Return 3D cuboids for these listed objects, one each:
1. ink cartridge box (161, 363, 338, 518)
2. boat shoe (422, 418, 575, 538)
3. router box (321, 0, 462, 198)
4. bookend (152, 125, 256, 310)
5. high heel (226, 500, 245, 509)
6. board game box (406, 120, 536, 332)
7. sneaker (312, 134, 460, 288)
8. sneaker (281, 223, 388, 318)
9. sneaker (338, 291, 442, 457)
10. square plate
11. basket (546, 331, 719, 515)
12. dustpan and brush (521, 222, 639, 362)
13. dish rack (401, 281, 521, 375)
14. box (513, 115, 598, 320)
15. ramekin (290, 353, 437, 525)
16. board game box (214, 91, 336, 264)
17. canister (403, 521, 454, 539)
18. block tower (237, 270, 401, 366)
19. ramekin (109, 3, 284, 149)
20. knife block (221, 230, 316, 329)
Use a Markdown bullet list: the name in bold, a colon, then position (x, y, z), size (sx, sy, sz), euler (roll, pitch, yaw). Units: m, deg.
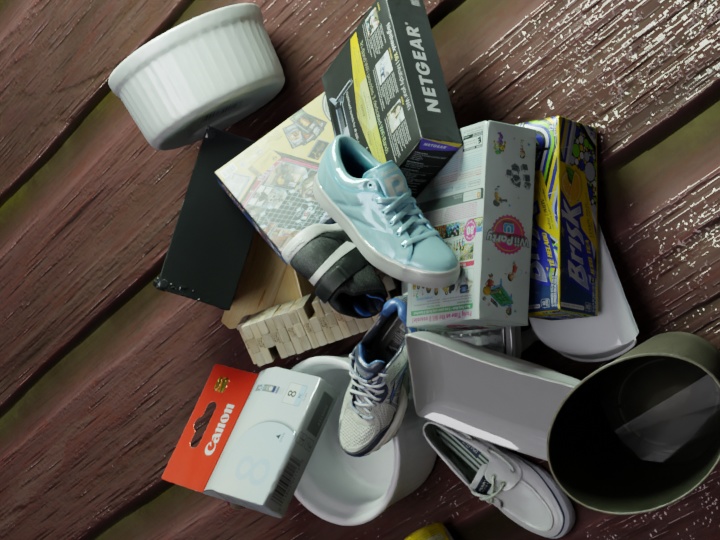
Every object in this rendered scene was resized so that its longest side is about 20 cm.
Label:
- **ink cartridge box**: position (-0.140, 0.186, 1.718), size (0.200, 0.047, 0.160), euler (10, 67, 38)
- **boat shoe**: position (0.147, 0.233, 1.654), size (0.200, 0.067, 0.074), euler (38, 121, 29)
- **router box**: position (0.029, -0.173, 1.587), size (0.157, 0.052, 0.200), euler (-49, 45, 47)
- **bookend**: position (-0.179, -0.061, 1.810), size (0.199, 0.092, 0.201), euler (-173, 100, -81)
- **high heel**: position (-0.132, 0.229, 1.811), size (0.067, 0.200, 0.096), euler (-37, 80, 21)
- **board game box**: position (0.112, -0.041, 1.527), size (0.147, 0.064, 0.201), euler (-10, 75, 62)
- **sneaker**: position (0.026, -0.062, 1.484), size (0.200, 0.074, 0.082), euler (40, 138, 26)
- **sneaker**: position (0.000, 0.000, 1.652), size (0.112, 0.200, 0.073), euler (51, 120, 13)
- **sneaker**: position (0.015, 0.111, 1.615), size (0.077, 0.085, 0.200), euler (28, 102, 29)
- **square plate**: position (0.148, 0.133, 1.560), size (0.199, 0.028, 0.198), euler (18, 153, 15)
- **basket**: position (0.286, 0.131, 1.414), size (0.180, 0.200, 0.136), euler (-37, 84, 25)
- **dustpan and brush**: position (0.208, 0.051, 1.584), size (0.200, 0.057, 0.140), euler (-30, 67, 33)
- **dish rack**: position (0.115, 0.022, 1.628), size (0.171, 0.043, 0.201), euler (-9, 82, 49)
- **box**: position (0.199, -0.051, 1.519), size (0.064, 0.070, 0.201), euler (-9, 77, 44)
- **ramekin**: position (-0.003, 0.192, 1.753), size (0.200, 0.098, 0.201), euler (8, 103, 39)
- **board game box**: position (-0.047, -0.117, 1.686), size (0.136, 0.200, 0.035), euler (50, 171, 22)
- **canister**: position (0.101, 0.411, 1.716), size (0.200, 0.086, 0.149), euler (53, 127, 21)
- **block tower**: position (-0.043, 0.055, 1.732), size (0.200, 0.054, 0.058), euler (-20, 102, 14)
- **ramekin**: position (-0.188, -0.224, 1.760), size (0.200, 0.200, 0.098), euler (-29, 87, 40)
- **knife block**: position (-0.102, -0.031, 1.817), size (0.200, 0.064, 0.176), euler (-17, 87, 41)
